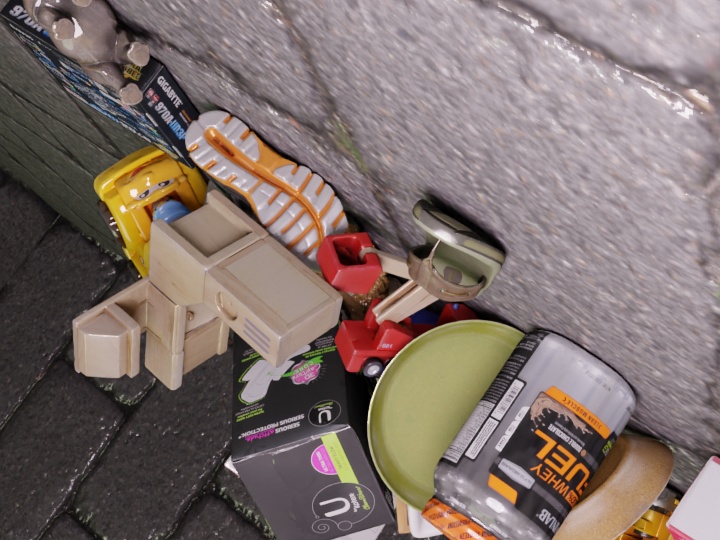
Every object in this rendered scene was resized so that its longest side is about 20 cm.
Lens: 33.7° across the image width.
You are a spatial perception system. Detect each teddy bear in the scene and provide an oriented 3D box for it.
[{"bbox_3d":[0.000,0.000,1.250,0.145,0.067,0.200,15,150,52],"label":"teddy bear"}]

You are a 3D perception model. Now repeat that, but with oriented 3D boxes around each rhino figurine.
[{"bbox_3d":[-0.260,-0.233,1.034,0.200,0.060,0.087,49,175,-39],"label":"rhino figurine"}]

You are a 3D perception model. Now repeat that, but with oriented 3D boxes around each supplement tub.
[{"bbox_3d":[0.149,0.165,1.073,0.122,0.201,0.123,34,170,7],"label":"supplement tub"}]

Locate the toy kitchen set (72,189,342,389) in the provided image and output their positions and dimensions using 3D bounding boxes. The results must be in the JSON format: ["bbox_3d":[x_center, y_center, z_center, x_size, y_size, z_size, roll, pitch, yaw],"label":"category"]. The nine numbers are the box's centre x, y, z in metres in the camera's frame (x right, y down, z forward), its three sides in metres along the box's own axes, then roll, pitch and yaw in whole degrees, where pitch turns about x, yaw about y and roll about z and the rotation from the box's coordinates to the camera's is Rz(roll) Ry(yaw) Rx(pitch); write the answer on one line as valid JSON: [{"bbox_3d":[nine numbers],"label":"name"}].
[{"bbox_3d":[-0.148,0.075,1.107,0.180,0.163,0.201,39,140,24],"label":"toy kitchen set"}]

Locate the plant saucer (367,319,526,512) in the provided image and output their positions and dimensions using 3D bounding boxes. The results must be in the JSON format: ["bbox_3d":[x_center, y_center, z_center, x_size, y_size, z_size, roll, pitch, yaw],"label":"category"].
[{"bbox_3d":[0.102,0.143,1.157,0.200,0.200,0.031,39,-178,-15],"label":"plant saucer"}]

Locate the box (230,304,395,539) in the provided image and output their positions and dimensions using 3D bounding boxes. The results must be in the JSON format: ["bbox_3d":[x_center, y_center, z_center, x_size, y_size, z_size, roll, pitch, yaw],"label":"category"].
[{"bbox_3d":[-0.049,0.154,1.216,0.201,0.124,0.149,-96,-15,-53],"label":"box"}]

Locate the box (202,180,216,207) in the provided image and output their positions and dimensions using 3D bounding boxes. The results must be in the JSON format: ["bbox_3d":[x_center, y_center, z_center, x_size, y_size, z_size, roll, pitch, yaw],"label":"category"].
[{"bbox_3d":[-0.090,-0.018,1.292,0.068,0.083,0.200,-15,136,25],"label":"box"}]

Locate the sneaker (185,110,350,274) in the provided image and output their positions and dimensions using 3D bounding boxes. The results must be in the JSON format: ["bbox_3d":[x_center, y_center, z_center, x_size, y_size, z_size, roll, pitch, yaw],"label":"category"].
[{"bbox_3d":[-0.083,-0.072,1.148,0.200,0.078,0.077,46,170,7],"label":"sneaker"}]

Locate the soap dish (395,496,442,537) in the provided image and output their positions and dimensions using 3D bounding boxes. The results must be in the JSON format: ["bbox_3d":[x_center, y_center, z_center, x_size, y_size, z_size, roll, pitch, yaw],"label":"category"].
[{"bbox_3d":[0.106,0.183,1.272,0.081,0.156,0.201,-112,14,-55],"label":"soap dish"}]

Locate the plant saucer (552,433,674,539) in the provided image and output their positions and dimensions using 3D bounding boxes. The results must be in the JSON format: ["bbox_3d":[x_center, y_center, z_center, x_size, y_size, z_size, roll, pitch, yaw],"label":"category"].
[{"bbox_3d":[0.208,0.216,1.152,0.036,0.200,0.200,53,168,-7],"label":"plant saucer"}]

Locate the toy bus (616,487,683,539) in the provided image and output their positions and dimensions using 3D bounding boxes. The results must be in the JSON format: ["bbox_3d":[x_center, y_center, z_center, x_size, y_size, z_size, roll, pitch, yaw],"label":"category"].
[{"bbox_3d":[0.345,0.325,1.391,0.191,0.136,0.200,26,172,-25],"label":"toy bus"}]

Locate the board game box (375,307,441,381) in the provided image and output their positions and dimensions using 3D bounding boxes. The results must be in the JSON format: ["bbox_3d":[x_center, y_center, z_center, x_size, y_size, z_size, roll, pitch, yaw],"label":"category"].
[{"bbox_3d":[0.094,0.131,1.396,0.200,0.097,0.159,42,168,-32],"label":"board game box"}]

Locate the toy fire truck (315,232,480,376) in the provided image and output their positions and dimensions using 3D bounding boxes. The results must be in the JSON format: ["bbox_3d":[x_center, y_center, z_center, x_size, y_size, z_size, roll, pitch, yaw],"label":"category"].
[{"bbox_3d":[0.041,0.037,1.143,0.199,0.142,0.049,4,-141,-26],"label":"toy fire truck"}]

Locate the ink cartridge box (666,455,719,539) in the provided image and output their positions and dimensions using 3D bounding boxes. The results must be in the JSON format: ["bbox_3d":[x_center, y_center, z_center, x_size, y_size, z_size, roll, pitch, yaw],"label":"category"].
[{"bbox_3d":[0.379,0.269,1.105,0.145,0.084,0.200,29,168,33],"label":"ink cartridge box"}]

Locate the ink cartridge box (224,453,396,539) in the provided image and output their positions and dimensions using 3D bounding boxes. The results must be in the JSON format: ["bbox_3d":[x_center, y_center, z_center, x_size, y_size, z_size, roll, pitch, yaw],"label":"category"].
[{"bbox_3d":[-0.031,0.207,1.376,0.200,0.177,0.045,38,170,-8],"label":"ink cartridge box"}]

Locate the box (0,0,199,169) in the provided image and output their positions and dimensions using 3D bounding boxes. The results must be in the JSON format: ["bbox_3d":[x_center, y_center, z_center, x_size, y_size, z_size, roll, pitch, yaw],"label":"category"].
[{"bbox_3d":[-0.258,-0.198,1.227,0.199,0.046,0.159,32,169,23],"label":"box"}]

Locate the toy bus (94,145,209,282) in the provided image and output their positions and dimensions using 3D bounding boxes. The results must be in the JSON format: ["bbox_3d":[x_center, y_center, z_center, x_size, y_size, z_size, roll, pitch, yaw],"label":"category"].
[{"bbox_3d":[-0.195,-0.022,1.325,0.201,0.135,0.192,66,171,-29],"label":"toy bus"}]

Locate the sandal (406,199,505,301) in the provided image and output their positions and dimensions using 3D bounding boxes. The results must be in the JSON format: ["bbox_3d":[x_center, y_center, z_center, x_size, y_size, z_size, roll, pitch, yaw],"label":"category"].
[{"bbox_3d":[0.073,0.000,0.981,0.080,0.057,0.201,33,170,14],"label":"sandal"}]
